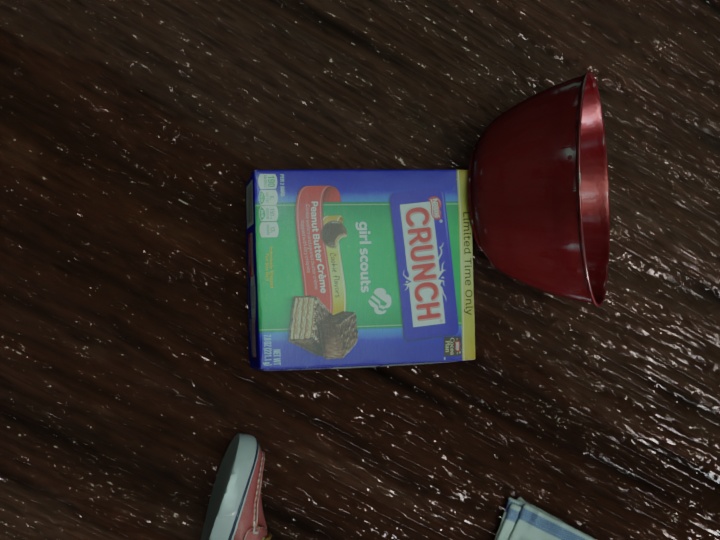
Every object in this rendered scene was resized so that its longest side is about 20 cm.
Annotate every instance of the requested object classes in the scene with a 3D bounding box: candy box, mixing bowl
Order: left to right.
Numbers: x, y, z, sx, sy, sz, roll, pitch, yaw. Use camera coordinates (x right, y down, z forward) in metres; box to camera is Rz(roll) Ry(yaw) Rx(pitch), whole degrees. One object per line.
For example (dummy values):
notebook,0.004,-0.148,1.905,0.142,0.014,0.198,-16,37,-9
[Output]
candy box,0.000,0.000,0.870,0.195,0.077,0.173,-2,87,-14
mixing bowl,0.158,-0.068,0.871,0.106,0.199,0.205,-3,88,21

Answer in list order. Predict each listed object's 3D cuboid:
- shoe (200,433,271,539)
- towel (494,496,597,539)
shoe,-0.093,0.247,0.844,0.089,0.071,0.204,14,90,-13
towel,0.164,0.330,0.892,0.145,0.024,0.203,23,80,15
